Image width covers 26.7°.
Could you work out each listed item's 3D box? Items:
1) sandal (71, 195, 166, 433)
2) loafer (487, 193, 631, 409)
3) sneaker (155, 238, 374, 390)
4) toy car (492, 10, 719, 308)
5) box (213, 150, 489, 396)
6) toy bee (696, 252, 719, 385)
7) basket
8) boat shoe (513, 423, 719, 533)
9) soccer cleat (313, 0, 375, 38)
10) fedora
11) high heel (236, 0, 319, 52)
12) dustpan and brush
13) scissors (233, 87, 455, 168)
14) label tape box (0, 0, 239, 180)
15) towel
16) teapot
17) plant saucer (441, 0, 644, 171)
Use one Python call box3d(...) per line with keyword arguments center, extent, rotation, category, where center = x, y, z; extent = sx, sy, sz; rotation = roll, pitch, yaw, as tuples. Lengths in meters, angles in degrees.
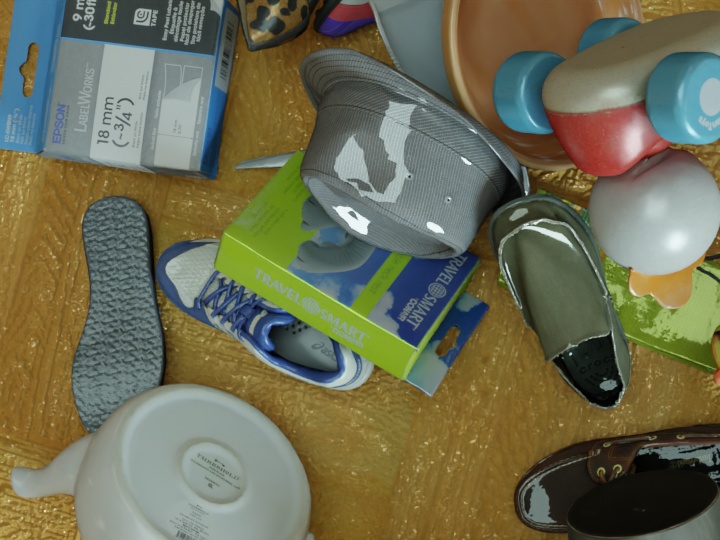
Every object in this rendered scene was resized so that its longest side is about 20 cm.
box3d(center=(-0.196, 0.040, 1.262), extent=(0.076, 0.043, 0.201), rotation=(2, 79, 1), category="sandal")
box3d(center=(0.160, 0.027, 1.142), extent=(0.075, 0.070, 0.200), rotation=(-27, 122, 12), category="loafer")
box3d(center=(-0.080, 0.030, 1.217), extent=(0.200, 0.088, 0.075), rotation=(26, 94, 9), category="sneaker")
box3d(center=(0.222, -0.074, 1.102), extent=(0.177, 0.184, 0.201), rotation=(-26, 112, -33), category="toy car")
box3d(center=(0.000, 0.000, 1.194), extent=(0.200, 0.122, 0.048), rotation=(31, 138, 8), category="box")
box3d(center=(0.302, 0.068, 1.140), extent=(0.200, 0.109, 0.131), rotation=(27, 133, 9), category="toy bee")
box3d(center=(0.228, 0.259, 1.107), extent=(0.180, 0.136, 0.201), rotation=(-23, 104, -34), category="basket")
box3d(center=(0.214, 0.160, 1.181), extent=(0.199, 0.070, 0.071), rotation=(-18, 87, 9), category="boat shoe")
box3d(center=(0.053, -0.239, 1.217), extent=(0.200, 0.068, 0.073), rotation=(-36, 92, 5), category="soccer cleat")
box3d(center=(0.024, -0.072, 1.140), extent=(0.200, 0.177, 0.090), rotation=(34, 73, -25), category="fedora")
box3d(center=(-0.118, -0.248, 1.203), extent=(0.200, 0.071, 0.143), rotation=(20, 57, 17), category="high heel")
box3d(center=(0.098, -0.145, 1.200), extent=(0.139, 0.057, 0.200), rotation=(-23, 118, -13), category="dustpan and brush")
box3d(center=(-0.002, -0.093, 1.244), extent=(0.199, 0.014, 0.073), rotation=(-22, 88, 6), category="scissors")
box3d(center=(-0.211, -0.160, 1.252), extent=(0.199, 0.063, 0.145), rotation=(8, 89, 8), category="label tape box")
box3d(center=(0.215, 0.010, 1.209), extent=(0.200, 0.018, 0.086), rotation=(23, 93, 8), category="towel")
box3d(center=(-0.141, 0.198, 1.195), extent=(0.146, 0.197, 0.200), rotation=(-53, 57, 40), category="teapot")
box3d(center=(0.137, -0.177, 1.166), extent=(0.200, 0.037, 0.201), rotation=(-2, 93, -34), category="plant saucer")
